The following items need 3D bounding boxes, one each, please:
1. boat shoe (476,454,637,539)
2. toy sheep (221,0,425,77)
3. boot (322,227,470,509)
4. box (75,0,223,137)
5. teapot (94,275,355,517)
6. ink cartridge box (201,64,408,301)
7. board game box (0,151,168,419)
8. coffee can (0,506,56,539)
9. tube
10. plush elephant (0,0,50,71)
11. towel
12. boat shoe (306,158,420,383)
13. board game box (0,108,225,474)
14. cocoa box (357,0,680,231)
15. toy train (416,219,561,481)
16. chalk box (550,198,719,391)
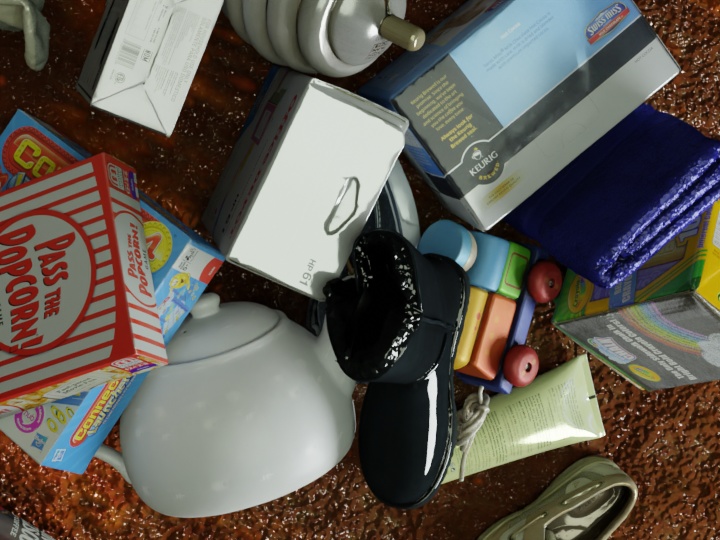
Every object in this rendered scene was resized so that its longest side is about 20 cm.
[{"bbox_3d":[0.156,0.242,1.356,0.200,0.065,0.072,-42,105,-2],"label":"boat shoe"},{"bbox_3d":[-0.031,-0.206,1.124,0.138,0.200,0.138,-29,137,-30],"label":"toy sheep"},{"bbox_3d":[0.019,0.075,1.128,0.076,0.168,0.201,11,89,20],"label":"boot"},{"bbox_3d":[-0.156,-0.169,1.147,0.060,0.200,0.117,21,94,-16],"label":"box"},{"bbox_3d":[-0.108,0.090,1.213,0.200,0.197,0.147,-28,107,-38],"label":"teapot"},{"bbox_3d":[-0.047,-0.072,1.186,0.084,0.200,0.145,24,94,-15],"label":"ink cartridge box"},{"bbox_3d":[-0.244,0.021,1.123,0.199,0.046,0.152,-19,70,18],"label":"board game box"},{"bbox_3d":[-0.334,0.232,1.209,0.200,0.146,0.147,35,92,-16],"label":"coffee can"},{"bbox_3d":[0.112,0.139,1.341,0.199,0.052,0.058,-19,145,-11],"label":"tube"},{"bbox_3d":[-0.298,-0.223,1.144,0.199,0.165,0.155,-16,146,23],"label":"plush elephant"},{"bbox_3d":[0.198,-0.064,1.241,0.148,0.200,0.050,-45,115,0],"label":"towel"},{"bbox_3d":[0.000,0.000,1.275,0.090,0.071,0.201,-12,104,-14],"label":"boat shoe"},{"bbox_3d":[-0.233,0.013,1.177,0.200,0.056,0.196,35,92,27],"label":"board game box"},{"bbox_3d":[0.120,-0.150,1.241,0.200,0.133,0.131,-39,104,-3],"label":"cocoa box"},{"bbox_3d":[0.077,0.064,1.253,0.115,0.084,0.201,21,84,-44],"label":"toy train"},{"bbox_3d":[0.247,0.012,1.281,0.124,0.200,0.124,35,62,-27],"label":"chalk box"}]
